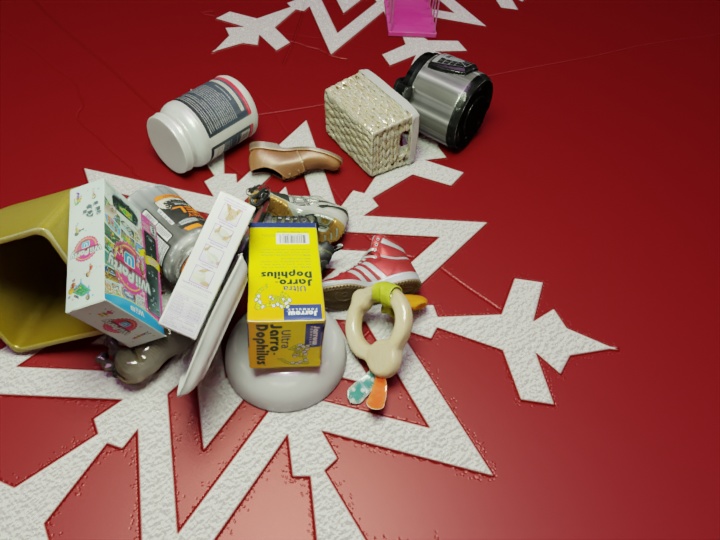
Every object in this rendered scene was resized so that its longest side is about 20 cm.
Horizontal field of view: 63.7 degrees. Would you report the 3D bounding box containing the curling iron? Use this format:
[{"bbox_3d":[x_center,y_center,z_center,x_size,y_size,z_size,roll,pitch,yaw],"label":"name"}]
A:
[{"bbox_3d":[-0.199,-0.064,1.000,0.049,0.025,0.202,31,62,-32],"label":"curling iron"}]

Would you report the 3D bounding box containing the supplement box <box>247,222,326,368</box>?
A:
[{"bbox_3d":[-0.115,0.033,0.879,0.108,0.110,0.201,-1,46,-9],"label":"supplement box"}]

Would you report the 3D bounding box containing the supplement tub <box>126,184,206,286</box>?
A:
[{"bbox_3d":[-0.320,-0.052,1.012,0.199,0.123,0.122,39,57,25],"label":"supplement tub"}]

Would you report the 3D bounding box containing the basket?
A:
[{"bbox_3d":[0.019,-0.317,1.256,0.123,0.136,0.200,-28,57,-20],"label":"basket"}]

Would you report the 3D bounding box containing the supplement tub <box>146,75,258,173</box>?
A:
[{"bbox_3d":[-0.326,-0.306,1.212,0.140,0.141,0.200,33,55,22],"label":"supplement tub"}]

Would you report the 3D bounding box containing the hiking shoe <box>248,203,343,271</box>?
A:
[{"bbox_3d":[-0.127,-0.069,1.062,0.199,0.076,0.101,39,75,14],"label":"hiking shoe"}]

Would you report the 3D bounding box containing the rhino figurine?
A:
[{"bbox_3d":[-0.313,0.104,0.924,0.087,0.060,0.200,38,55,20],"label":"rhino figurine"}]

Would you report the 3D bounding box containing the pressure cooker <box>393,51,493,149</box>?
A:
[{"bbox_3d":[0.172,-0.386,1.297,0.199,0.176,0.179,33,82,22],"label":"pressure cooker"}]

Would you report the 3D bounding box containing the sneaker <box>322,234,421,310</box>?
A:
[{"bbox_3d":[0.000,0.000,1.027,0.198,0.072,0.113,-6,54,-19],"label":"sneaker"}]

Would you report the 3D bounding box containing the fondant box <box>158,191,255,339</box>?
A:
[{"bbox_3d":[-0.224,-0.005,0.854,0.058,0.144,0.202,24,82,-12],"label":"fondant box"}]

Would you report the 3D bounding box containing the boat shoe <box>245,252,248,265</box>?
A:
[{"bbox_3d":[-0.188,-0.017,1.029,0.199,0.068,0.072,36,56,23],"label":"boat shoe"}]

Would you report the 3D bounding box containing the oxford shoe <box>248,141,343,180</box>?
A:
[{"bbox_3d":[-0.136,-0.221,1.218,0.197,0.071,0.072,3,78,-2],"label":"oxford shoe"}]

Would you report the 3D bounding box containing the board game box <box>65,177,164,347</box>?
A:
[{"bbox_3d":[-0.357,-0.008,0.851,0.064,0.148,0.202,-17,62,7],"label":"board game box"}]

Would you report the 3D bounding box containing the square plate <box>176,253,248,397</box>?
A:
[{"bbox_3d":[-0.208,0.072,0.838,0.028,0.198,0.202,25,84,-12],"label":"square plate"}]

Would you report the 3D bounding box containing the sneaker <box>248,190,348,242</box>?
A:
[{"bbox_3d":[-0.117,-0.112,1.124,0.198,0.076,0.088,19,36,7],"label":"sneaker"}]

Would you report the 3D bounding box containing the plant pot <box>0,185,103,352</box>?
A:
[{"bbox_3d":[-0.479,-0.024,0.916,0.192,0.197,0.201,-12,37,11],"label":"plant pot"}]

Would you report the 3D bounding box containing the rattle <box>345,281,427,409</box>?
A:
[{"bbox_3d":[0.049,0.130,0.952,0.129,0.143,0.202,-13,69,17],"label":"rattle"}]

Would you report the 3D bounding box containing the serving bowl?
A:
[{"bbox_3d":[-0.118,0.119,0.923,0.197,0.066,0.202,3,50,-3],"label":"serving bowl"}]

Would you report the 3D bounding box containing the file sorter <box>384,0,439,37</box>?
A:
[{"bbox_3d":[0.146,-0.775,1.651,0.137,0.126,0.202,1,50,-4],"label":"file sorter"}]
